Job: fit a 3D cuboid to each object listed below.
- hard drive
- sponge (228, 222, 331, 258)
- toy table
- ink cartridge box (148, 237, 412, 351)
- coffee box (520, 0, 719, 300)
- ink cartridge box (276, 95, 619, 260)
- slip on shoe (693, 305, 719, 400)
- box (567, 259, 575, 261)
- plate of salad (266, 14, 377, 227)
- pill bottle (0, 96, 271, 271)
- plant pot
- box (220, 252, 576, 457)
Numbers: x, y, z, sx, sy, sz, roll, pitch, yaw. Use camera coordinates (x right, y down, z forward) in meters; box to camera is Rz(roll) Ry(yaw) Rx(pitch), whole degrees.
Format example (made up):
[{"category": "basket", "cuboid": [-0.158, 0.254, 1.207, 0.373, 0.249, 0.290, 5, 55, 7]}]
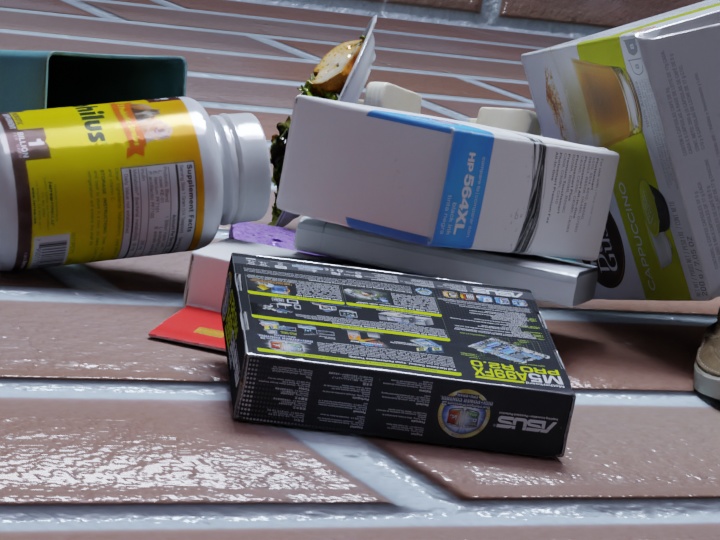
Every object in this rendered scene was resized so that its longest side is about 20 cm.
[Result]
[{"category": "hard drive", "cuboid": [0.064, -0.009, 1.732, 0.199, 0.027, 0.132, 12, 5, 11]}, {"category": "sponge", "cuboid": [0.000, 0.000, 1.813, 0.199, 0.030, 0.112, 9, 11, -8]}, {"category": "toy table", "cuboid": [0.060, -0.073, 1.922, 0.199, 0.118, 0.184, 9, -4, 28]}, {"category": "ink cartridge box", "cuboid": [-0.022, 0.027, 1.622, 0.199, 0.045, 0.176, 11, 10, 10]}, {"category": "coffee box", "cuboid": [0.268, -0.098, 1.816, 0.199, 0.200, 0.198, -18, 7, -21]}, {"category": "ink cartridge box", "cuboid": [0.063, -0.063, 1.694, 0.146, 0.085, 0.200, 14, 5, 40]}, {"category": "slip on shoe", "cuboid": [0.276, 0.052, 1.701, 0.076, 0.061, 0.200, 11, 11, 9]}, {"category": "box", "cuboid": [0.143, -0.031, 2.032, 0.199, 0.049, 0.082, 11, 12, 10]}, {"category": "plate of salad", "cuboid": [-0.039, -0.115, 1.921, 0.048, 0.201, 0.200, 25, 10, -5]}, {"category": "pill bottle", "cuboid": [-0.168, -0.063, 1.697, 0.199, 0.110, 0.109, -7, 16, -20]}, {"category": "plant pot", "cuboid": [-0.254, -0.100, 1.849, 0.199, 0.142, 0.141, 9, 8, 41]}, {"category": "box", "cuboid": [0.018, 0.049, 1.478, 0.199, 0.044, 0.160, 7, 22, -10]}]
